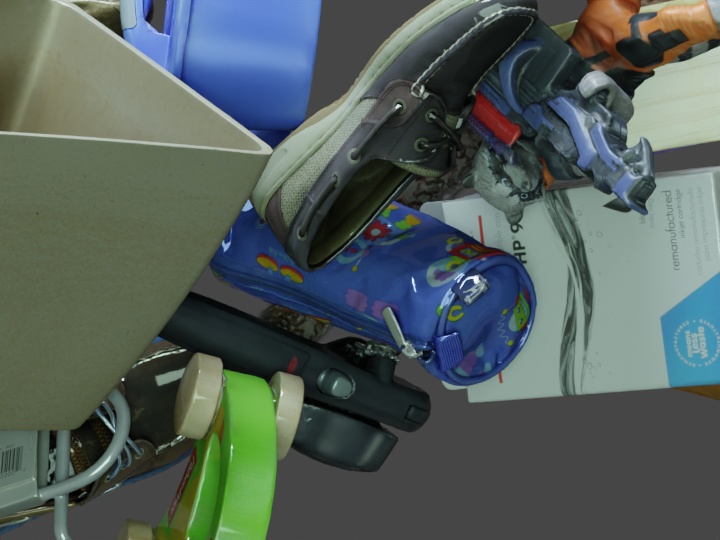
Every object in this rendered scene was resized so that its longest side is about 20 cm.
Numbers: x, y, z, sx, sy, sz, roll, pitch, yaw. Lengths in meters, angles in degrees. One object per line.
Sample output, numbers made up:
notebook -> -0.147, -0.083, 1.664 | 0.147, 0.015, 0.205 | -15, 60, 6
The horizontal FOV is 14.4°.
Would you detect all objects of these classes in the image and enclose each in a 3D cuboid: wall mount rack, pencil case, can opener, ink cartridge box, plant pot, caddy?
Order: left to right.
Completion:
plant pot -> -0.198, -0.027, 1.431 | 0.200, 0.200, 0.178 | 1, 116, -44
wall mount rack -> -0.193, 0.100, 1.530 | 0.199, 0.174, 0.075 | -18, 138, 20
caddy -> -0.078, -0.148, 1.551 | 0.105, 0.141, 0.201 | 7, 72, -6
can opener -> -0.046, 0.051, 1.589 | 0.200, 0.063, 0.079 | 28, 82, -31
pencil case -> 0.000, 0.000, 1.557 | 0.087, 0.200, 0.078 | -34, 133, -37
ink cartridge box -> 0.117, 0.010, 1.577 | 0.199, 0.067, 0.116 | -6, 94, 25

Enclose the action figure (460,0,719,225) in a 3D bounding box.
action figure -> 0.139, -0.092, 1.497 | 0.193, 0.200, 0.105 | -41, 136, 11

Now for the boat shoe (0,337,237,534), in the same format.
boat shoe -> -0.151, 0.099, 1.614 | 0.200, 0.072, 0.072 | -31, 95, 1

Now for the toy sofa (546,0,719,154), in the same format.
toy sofa -> 0.163, -0.113, 1.600 | 0.199, 0.083, 0.098 | -11, 99, 0

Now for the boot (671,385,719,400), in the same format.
boot -> 0.218, -0.024, 1.615 | 0.143, 0.071, 0.202 | 9, 98, -2

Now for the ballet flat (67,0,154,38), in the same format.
ballet flat -> -0.217, -0.138, 1.606 | 0.199, 0.068, 0.073 | 2, 114, -5

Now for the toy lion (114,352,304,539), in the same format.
toy lion -> -0.088, 0.174, 1.528 | 0.068, 0.192, 0.200 | 15, 123, -14

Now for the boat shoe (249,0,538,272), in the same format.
boat shoe -> 0.025, -0.074, 1.482 | 0.200, 0.072, 0.065 | -40, 65, 25
